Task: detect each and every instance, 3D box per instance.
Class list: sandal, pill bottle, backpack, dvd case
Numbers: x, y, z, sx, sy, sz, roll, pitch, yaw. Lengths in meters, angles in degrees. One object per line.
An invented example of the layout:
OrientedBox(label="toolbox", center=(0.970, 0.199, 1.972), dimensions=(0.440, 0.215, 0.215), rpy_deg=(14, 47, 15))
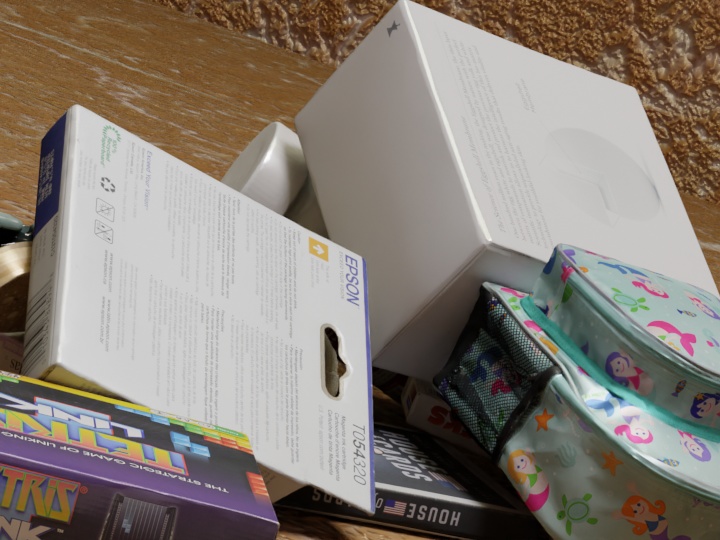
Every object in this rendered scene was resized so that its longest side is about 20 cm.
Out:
OrientedBox(label="sandal", center=(-0.133, 0.027, 1.592), dimensions=(0.070, 0.078, 0.211), rpy_deg=(55, 27, 19))
OrientedBox(label="pill bottle", center=(0.000, 0.000, 1.849), dimensions=(0.200, 0.110, 0.110), rpy_deg=(36, 5, -12))
OrientedBox(label="backpack", center=(0.157, 0.089, 1.609), dimensions=(0.177, 0.151, 0.200), rpy_deg=(17, 27, -35))
OrientedBox(label="dvd case", center=(-0.016, 0.107, 1.624), dimensions=(0.199, 0.025, 0.150), rpy_deg=(12, 10, -24))

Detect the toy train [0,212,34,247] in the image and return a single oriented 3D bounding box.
OrientedBox(label="toy train", center=(-0.195, 0.004, 1.772), dimensions=(0.199, 0.086, 0.114), rpy_deg=(10, -2, -26))

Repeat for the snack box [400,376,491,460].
OrientedBox(label="snack box", center=(0.119, 0.113, 1.751), dimensions=(0.199, 0.024, 0.072), rpy_deg=(24, 7, -5))

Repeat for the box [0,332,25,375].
OrientedBox(label="box", center=(-0.200, 0.047, 1.601), dimensions=(0.199, 0.039, 0.041), rpy_deg=(23, 11, 37))

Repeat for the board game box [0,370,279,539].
OrientedBox(label="board game box", center=(-0.145, 0.095, 1.353), dimensions=(0.199, 0.057, 0.165), rpy_deg=(15, 8, -11))

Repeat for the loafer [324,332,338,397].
OrientedBox(label="loafer", center=(-0.060, 0.032, 1.687), dimensions=(0.068, 0.076, 0.200), rpy_deg=(25, 22, -22))

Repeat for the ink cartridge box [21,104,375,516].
OrientedBox(label="ink cartridge box", center=(-0.084, 0.029, 1.541), dimensions=(0.199, 0.043, 0.197), rpy_deg=(29, 36, -26))

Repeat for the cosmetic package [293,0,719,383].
OrientedBox(label="cosmetic package", center=(0.087, -0.030, 1.761), dimensions=(0.199, 0.123, 0.200), rpy_deg=(19, 40, -37))
